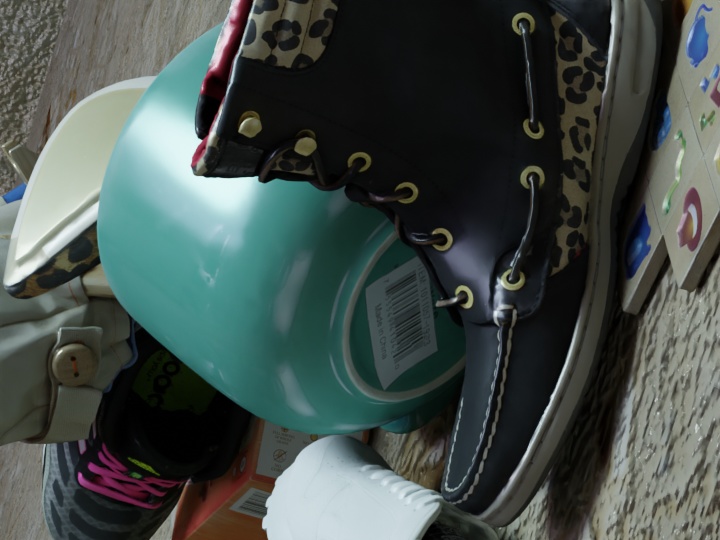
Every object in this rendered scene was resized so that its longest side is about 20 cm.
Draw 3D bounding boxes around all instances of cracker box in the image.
[{"bbox_3d":[-0.033,0.033,1.270,0.134,0.058,0.200,133,150,-61],"label":"cracker box"}]

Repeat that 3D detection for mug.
[{"bbox_3d":[0.002,-0.010,1.027,0.114,0.185,0.152,35,102,41],"label":"mug"}]

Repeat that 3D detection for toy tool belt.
[{"bbox_3d":[-0.148,0.005,1.187,0.125,0.123,0.200,67,173,-19],"label":"toy tool belt"}]

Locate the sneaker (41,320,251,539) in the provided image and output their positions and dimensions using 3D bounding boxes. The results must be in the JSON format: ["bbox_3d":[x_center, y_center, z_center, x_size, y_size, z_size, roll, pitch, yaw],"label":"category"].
[{"bbox_3d":[-0.098,0.074,1.206,0.200,0.074,0.088,-58,16,32],"label":"sneaker"}]

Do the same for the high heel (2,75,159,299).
[{"bbox_3d":[-0.057,-0.030,1.098,0.071,0.143,0.200,23,64,41],"label":"high heel"}]

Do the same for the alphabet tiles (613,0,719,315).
[{"bbox_3d":[0.117,-0.087,0.907,0.200,0.008,0.167,-96,25,-56],"label":"alphabet tiles"}]

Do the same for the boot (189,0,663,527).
[{"bbox_3d":[0.015,-0.024,0.909,0.073,0.150,0.200,179,106,-76],"label":"boot"}]

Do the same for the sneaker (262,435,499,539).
[{"bbox_3d":[0.017,0.111,0.982,0.081,0.076,0.200,-58,23,18],"label":"sneaker"}]
